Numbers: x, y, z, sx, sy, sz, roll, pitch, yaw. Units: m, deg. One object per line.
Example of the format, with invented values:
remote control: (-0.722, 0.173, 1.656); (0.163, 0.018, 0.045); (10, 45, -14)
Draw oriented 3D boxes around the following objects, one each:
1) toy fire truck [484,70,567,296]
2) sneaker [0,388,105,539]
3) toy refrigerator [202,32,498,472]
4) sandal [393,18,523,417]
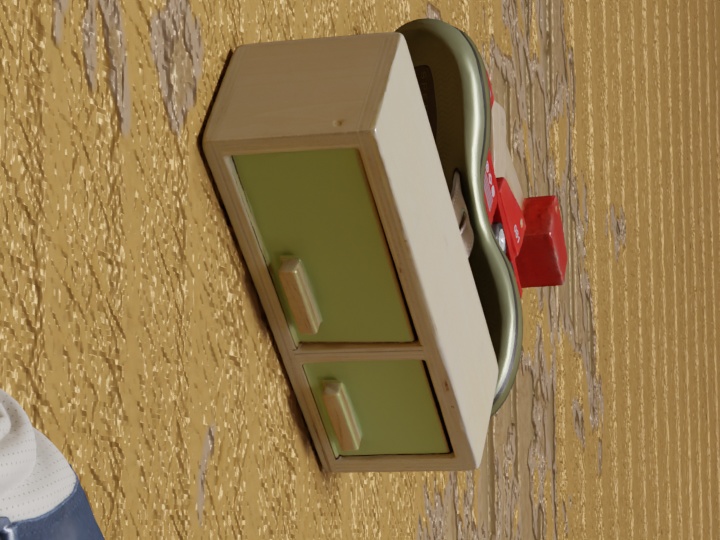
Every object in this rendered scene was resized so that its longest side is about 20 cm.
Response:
toy fire truck: (0.067, -0.046, 1.171); (0.141, 0.048, 0.201); (-71, 152, -50)
sneaker: (-0.123, 0.113, 0.521); (0.147, 0.080, 0.200); (68, 28, -27)
toy refrigerator: (0.000, 0.000, 0.911); (0.070, 0.075, 0.201); (-75, 156, -44)
sandal: (0.027, -0.022, 1.023); (0.057, 0.079, 0.202); (2, 79, -55)
